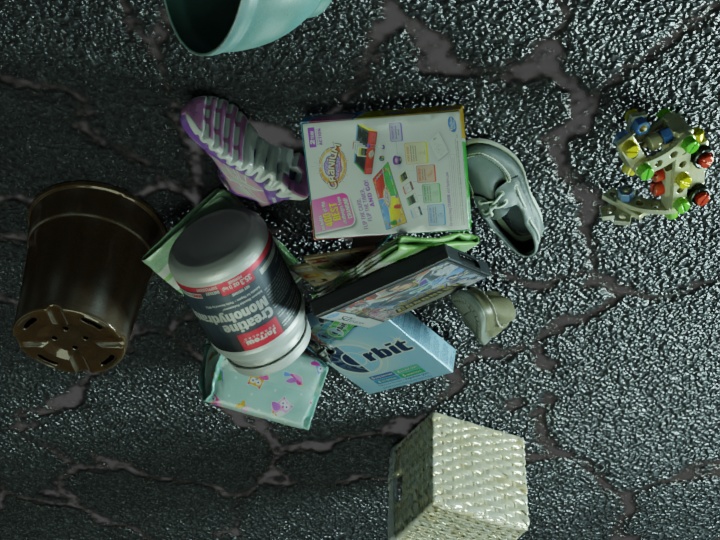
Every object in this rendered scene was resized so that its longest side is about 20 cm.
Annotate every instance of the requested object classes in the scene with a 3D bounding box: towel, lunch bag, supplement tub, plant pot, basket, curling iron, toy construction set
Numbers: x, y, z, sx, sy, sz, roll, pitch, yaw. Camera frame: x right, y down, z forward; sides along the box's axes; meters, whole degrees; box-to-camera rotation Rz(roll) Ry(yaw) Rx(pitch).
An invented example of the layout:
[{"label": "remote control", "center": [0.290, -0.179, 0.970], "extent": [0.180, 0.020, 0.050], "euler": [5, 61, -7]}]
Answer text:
[{"label": "towel", "center": [-0.183, -0.008, 1.663], "extent": [0.152, 0.023, 0.200], "euler": [-42, 129, 3]}, {"label": "lunch bag", "center": [-0.154, 0.154, 1.812], "extent": [0.169, 0.123, 0.200], "euler": [17, -176, -14]}, {"label": "supplement tub", "center": [-0.158, 0.030, 1.597], "extent": [0.139, 0.141, 0.201], "euler": [-11, 129, 18]}, {"label": "plant pot", "center": [-0.104, -0.318, 1.210], "extent": [0.133, 0.201, 0.200], "euler": [-6, 150, -33]}, {"label": "towel", "center": [0.043, -0.005, 1.580], "extent": [0.148, 0.031, 0.200], "euler": [-6, 161, -40]}, {"label": "basket", "center": [0.164, 0.370, 2.023], "extent": [0.199, 0.199, 0.161], "euler": [18, 136, -16]}, {"label": "curling iron", "center": [-0.112, 0.066, 1.752], "extent": [0.200, 0.026, 0.050], "euler": [41, 170, -2]}, {"label": "toy construction set", "center": [0.362, -0.118, 1.470], "extent": [0.130, 0.093, 0.200], "euler": [-19, 150, -9]}, {"label": "plant pot", "center": [-0.377, 0.020, 1.634], "extent": [0.199, 0.199, 0.201], "euler": [3, 143, 2]}]

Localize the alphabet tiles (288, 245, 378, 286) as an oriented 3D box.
[{"label": "alphabet tiles", "center": [0.000, 0.000, 1.659], "extent": [0.166, 0.008, 0.200], "euler": [-8, 164, 16]}]

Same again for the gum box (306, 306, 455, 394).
[{"label": "gum box", "center": [0.018, 0.109, 1.815], "extent": [0.169, 0.045, 0.200], "euler": [-18, 136, 36]}]

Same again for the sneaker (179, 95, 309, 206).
[{"label": "sneaker", "center": [-0.157, -0.141, 1.512], "extent": [0.088, 0.081, 0.200], "euler": [-22, 136, 40]}]

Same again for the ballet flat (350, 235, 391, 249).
[{"label": "ballet flat", "center": [0.037, -0.073, 1.590], "extent": [0.064, 0.067, 0.200], "euler": [54, 139, -5]}]

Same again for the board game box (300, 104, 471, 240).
[{"label": "board game box", "center": [0.033, -0.121, 1.480], "extent": [0.198, 0.040, 0.154], "euler": [-3, 107, 9]}]

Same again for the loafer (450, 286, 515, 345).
[{"label": "loafer", "center": [0.177, 0.053, 1.690], "extent": [0.069, 0.075, 0.200], "euler": [-35, 168, 1]}]

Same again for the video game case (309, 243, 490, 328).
[{"label": "video game case", "center": [0.057, 0.025, 1.590], "extent": [0.199, 0.026, 0.181], "euler": [-24, 164, 19]}]

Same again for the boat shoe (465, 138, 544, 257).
[{"label": "boat shoe", "center": [0.184, -0.092, 1.544], "extent": [0.072, 0.062, 0.200], "euler": [-16, 137, 24]}]
